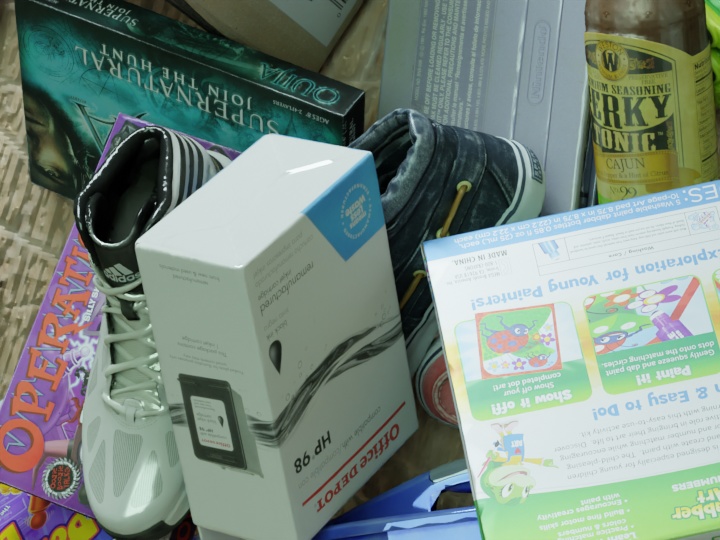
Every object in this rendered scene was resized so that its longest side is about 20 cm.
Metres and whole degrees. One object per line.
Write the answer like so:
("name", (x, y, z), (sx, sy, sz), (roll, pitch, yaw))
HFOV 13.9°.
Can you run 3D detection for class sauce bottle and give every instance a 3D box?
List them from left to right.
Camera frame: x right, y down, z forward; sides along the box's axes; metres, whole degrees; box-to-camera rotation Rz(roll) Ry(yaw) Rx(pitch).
("sauce bottle", (0.143, -0.104, 1.469), (0.064, 0.065, 0.201), (-2, 111, 17))

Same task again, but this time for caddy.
("caddy", (0.065, 0.144, 1.455), (0.199, 0.141, 0.106), (-9, 81, 15))

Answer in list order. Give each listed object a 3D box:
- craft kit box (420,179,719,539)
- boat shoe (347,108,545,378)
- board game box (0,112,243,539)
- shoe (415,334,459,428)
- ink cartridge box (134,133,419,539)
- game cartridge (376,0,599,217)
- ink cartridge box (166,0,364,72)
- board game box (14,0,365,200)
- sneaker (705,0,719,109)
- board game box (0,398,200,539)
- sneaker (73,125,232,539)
("craft kit box", (0.142, 0.053, 1.387), (0.199, 0.049, 0.198), (-11, 49, 2))
("boat shoe", (0.000, 0.000, 1.493), (0.201, 0.091, 0.071), (-52, 39, 24))
("board game box", (-0.106, 0.030, 1.497), (0.119, 0.032, 0.201), (17, 82, 28))
("shoe", (0.119, 0.060, 1.470), (0.199, 0.091, 0.072), (-7, 115, 13))
("ink cartridge box", (-0.034, 0.051, 1.424), (0.066, 0.116, 0.201), (11, 126, 32))
("game cartridge", (0.071, -0.109, 1.533), (0.129, 0.038, 0.201), (8, 92, 37))
("ink cartridge box", (-0.032, -0.214, 1.537), (0.075, 0.165, 0.201), (33, 91, 25))
("board game box", (-0.090, -0.069, 1.553), (0.199, 0.136, 0.028), (22, 47, 21))
("sneaker", (0.214, -0.122, 1.505), (0.199, 0.074, 0.084), (28, 53, 29))
("board game box", (-0.154, 0.120, 1.551), (0.199, 0.045, 0.135), (-33, 47, 9))
("sneaker", (-0.115, 0.026, 1.423), (0.075, 0.115, 0.202), (4, 78, 22))
